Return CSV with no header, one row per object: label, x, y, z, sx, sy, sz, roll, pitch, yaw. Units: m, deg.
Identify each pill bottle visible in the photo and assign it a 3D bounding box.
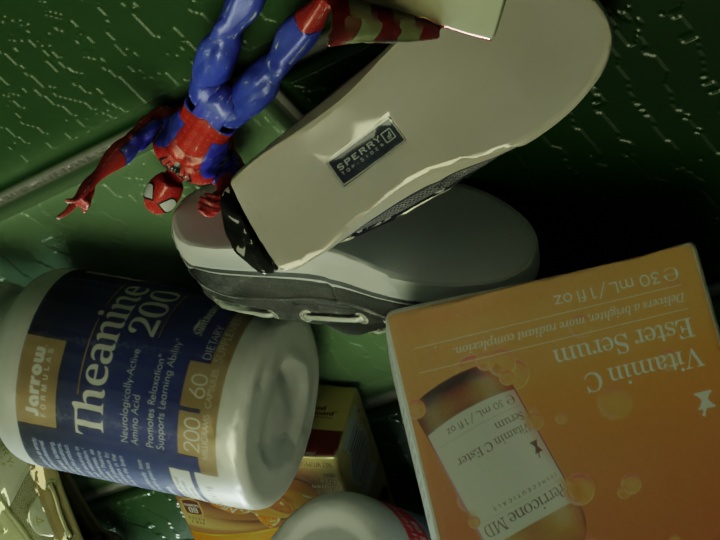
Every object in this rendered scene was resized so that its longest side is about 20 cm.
pill bottle,0.039,0.199,1.176,0.108,0.110,0.199,-15,154,35
pill bottle,-0.132,0.059,1.131,0.198,0.111,0.111,9,140,20

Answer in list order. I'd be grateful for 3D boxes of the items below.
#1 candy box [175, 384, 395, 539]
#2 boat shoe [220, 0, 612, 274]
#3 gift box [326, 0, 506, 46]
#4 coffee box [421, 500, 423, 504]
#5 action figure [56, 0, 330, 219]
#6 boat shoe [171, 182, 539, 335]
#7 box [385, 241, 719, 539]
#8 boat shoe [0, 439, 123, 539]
candy box,-0.040,0.149,1.243,0.115,0.056,0.201,3,137,19
boat shoe,0.028,-0.074,0.961,0.199,0.093,0.075,-29,95,14
gift box,-0.010,-0.196,0.734,0.183,0.201,0.187,20,142,8
coffee box,0.129,0.162,1.078,0.200,0.080,0.113,52,161,13
action figure,-0.076,-0.070,0.978,0.065,0.099,0.200,35,142,-2
boat shoe,0.000,0.000,1.045,0.198,0.072,0.068,3,136,23
box,0.107,0.109,0.974,0.151,0.201,0.106,-14,165,-1
boat shoe,-0.178,0.177,1.328,0.063,0.073,0.201,-29,120,7
